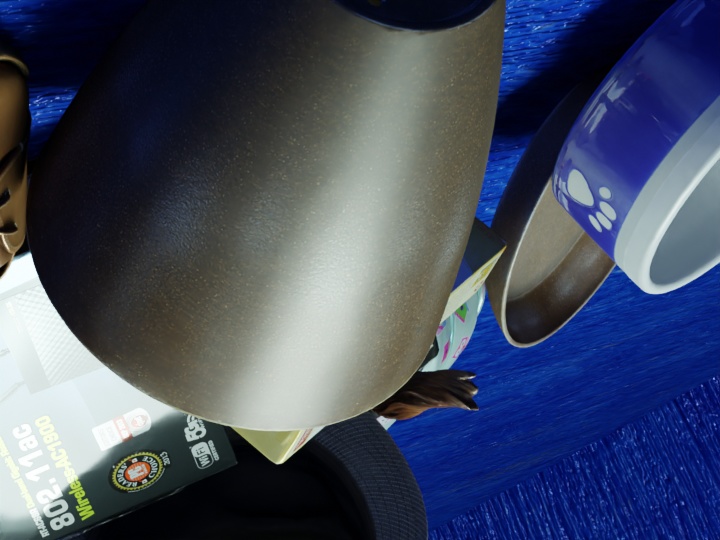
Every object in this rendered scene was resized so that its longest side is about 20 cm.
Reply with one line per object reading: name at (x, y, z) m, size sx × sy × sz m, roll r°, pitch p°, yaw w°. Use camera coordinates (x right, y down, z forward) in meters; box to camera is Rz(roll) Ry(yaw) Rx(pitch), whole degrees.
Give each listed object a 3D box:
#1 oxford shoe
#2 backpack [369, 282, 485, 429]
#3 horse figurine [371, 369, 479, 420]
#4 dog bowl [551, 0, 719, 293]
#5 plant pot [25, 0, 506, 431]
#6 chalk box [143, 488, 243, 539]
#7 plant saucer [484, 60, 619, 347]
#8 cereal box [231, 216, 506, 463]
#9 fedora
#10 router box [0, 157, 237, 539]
oxford shoe at (-0.162, -0.041, 1.048) m, size 0.071 × 0.072 × 0.200 m, roll -20°, pitch 167°, yaw -9°
backpack at (-0.024, 0.031, 1.522) m, size 0.200 × 0.167 × 0.127 m, roll -33°, pitch -170°, yaw 34°
horse figurine at (0.000, 0.000, 1.323) m, size 0.050 × 0.201 × 0.133 m, roll -2°, pitch 150°, yaw -29°
dog bowl at (0.205, -0.085, 1.432) m, size 0.200 × 0.079 × 0.200 m, roll -39°, pitch 161°, yaw -16°
plant pot at (-0.021, -0.068, 1.004) m, size 0.186 × 0.187 × 0.200 m, roll -17°, pitch 153°, yaw -32°
chalk box at (-0.113, 0.099, 1.416) m, size 0.124 × 0.125 × 0.201 m, roll -21°, pitch 125°, yaw -17°
plant saucer at (0.132, -0.048, 1.530) m, size 0.200 × 0.034 × 0.201 m, roll -47°, pitch 156°, yaw -29°
cereal box at (-0.036, -0.009, 1.140) m, size 0.040 × 0.144 × 0.200 m, roll -57°, pitch 170°, yaw 34°
fedora at (-0.061, 0.161, 1.321) m, size 0.200 × 0.177 × 0.090 m, roll -34°, pitch 156°, yaw -11°
router box at (-0.158, 0.044, 1.226) m, size 0.149 × 0.062 × 0.200 m, roll -23°, pitch 136°, yaw -5°
